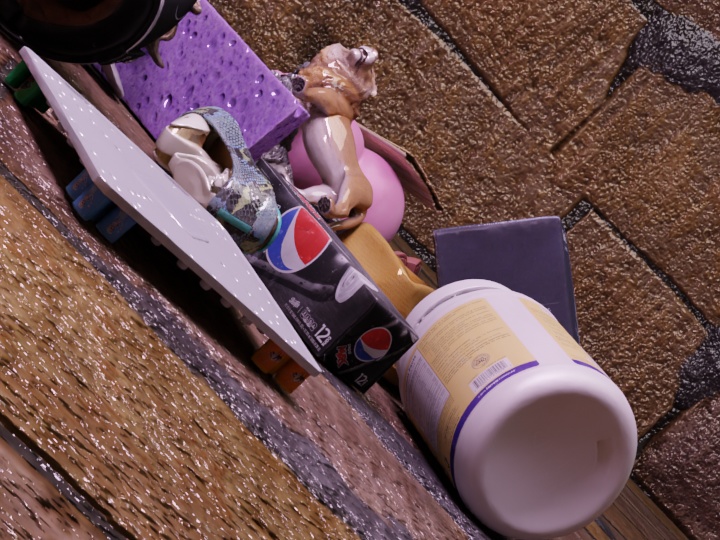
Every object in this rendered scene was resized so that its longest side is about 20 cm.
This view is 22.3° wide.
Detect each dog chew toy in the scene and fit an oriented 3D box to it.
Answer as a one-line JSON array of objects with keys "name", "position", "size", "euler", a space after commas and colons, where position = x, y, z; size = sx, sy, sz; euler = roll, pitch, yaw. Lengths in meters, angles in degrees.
[{"name": "dog chew toy", "position": [-0.042, -0.105, 1.780], "size": [0.200, 0.124, 0.125], "euler": [59, 0, -17]}]

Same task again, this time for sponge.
[{"name": "sponge", "position": [-0.142, -0.160, 1.542], "size": [0.200, 0.112, 0.030], "euler": [49, 3, 29]}]

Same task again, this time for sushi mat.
[{"name": "sushi mat", "position": [0.006, -0.124, 1.853], "size": [0.200, 0.012, 0.096], "euler": [35, -16, 44]}]

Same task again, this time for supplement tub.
[{"name": "supplement tub", "position": [0.114, 0.102, 1.423], "size": [0.145, 0.145, 0.200], "euler": [44, 5, -28]}]

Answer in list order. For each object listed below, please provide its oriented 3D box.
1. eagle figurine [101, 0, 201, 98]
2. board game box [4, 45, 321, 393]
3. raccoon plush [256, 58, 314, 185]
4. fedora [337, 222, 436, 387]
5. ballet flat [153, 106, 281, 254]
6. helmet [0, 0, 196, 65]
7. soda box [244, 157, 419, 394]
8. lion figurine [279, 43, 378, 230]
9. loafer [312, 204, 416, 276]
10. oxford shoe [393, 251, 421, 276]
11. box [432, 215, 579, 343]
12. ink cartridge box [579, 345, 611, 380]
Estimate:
[{"name": "eagle figurine", "position": [-0.241, -0.246, 1.487], "size": [0.200, 0.151, 0.152], "euler": [14, -27, -21]}, {"name": "board game box", "position": [-0.123, -0.031, 1.109], "size": [0.200, 0.026, 0.200], "euler": [43, 5, -36]}, {"name": "raccoon plush", "position": [-0.061, -0.124, 1.638], "size": [0.134, 0.200, 0.097], "euler": [48, -22, 25]}, {"name": "fedora", "position": [0.009, 0.017, 1.584], "size": [0.201, 0.082, 0.201], "euler": [46, 5, -5]}, {"name": "ballet flat", "position": [-0.120, -0.082, 1.383], "size": [0.074, 0.074, 0.200], "euler": [44, 2, -36]}, {"name": "helmet", "position": [-0.195, -0.259, 1.317], "size": [0.200, 0.200, 0.191], "euler": [45, 28, -22]}, {"name": "soda box", "position": [-0.039, 0.001, 1.404], "size": [0.071, 0.063, 0.200], "euler": [42, 6, -47]}, {"name": "lion figurine", "position": [-0.024, -0.106, 1.583], "size": [0.122, 0.072, 0.201], "euler": [14, 68, -55]}, {"name": "loafer", "position": [0.000, 0.000, 1.720], "size": [0.200, 0.073, 0.071], "euler": [47, 4, -11]}, {"name": "oxford shoe", "position": [0.012, 0.006, 1.994], "size": [0.075, 0.071, 0.200], "euler": [20, 1, 11]}, {"name": "box", "position": [0.139, 0.059, 1.652], "size": [0.197, 0.117, 0.201], "euler": [12, 71, -82]}, {"name": "ink cartridge box", "position": [0.164, 0.083, 1.840], "size": [0.200, 0.094, 0.044], "euler": [44, 4, -39]}]
